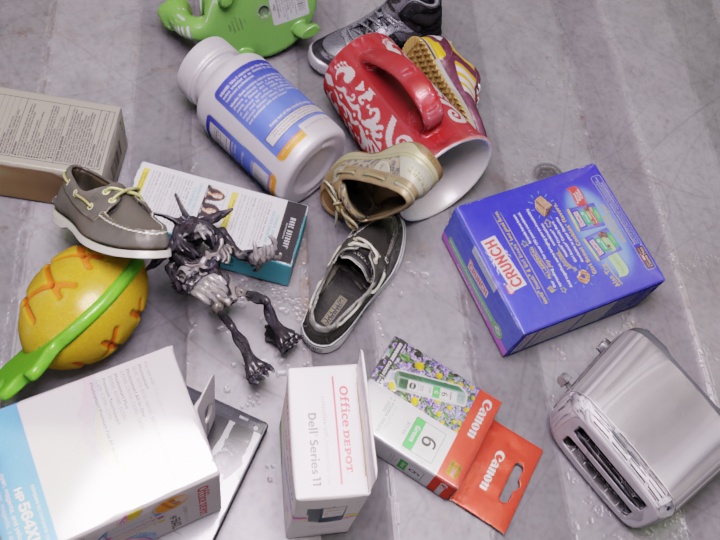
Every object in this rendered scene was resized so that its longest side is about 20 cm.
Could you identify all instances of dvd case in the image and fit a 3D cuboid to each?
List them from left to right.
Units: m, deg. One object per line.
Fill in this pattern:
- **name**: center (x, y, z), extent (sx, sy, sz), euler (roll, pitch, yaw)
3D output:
- **dvd case**: center (-0.197, 0.209, 0.781), extent (0.148, 0.025, 0.202), euler (24, 61, 3)

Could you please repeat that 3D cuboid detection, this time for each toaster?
- **toaster**: center (0.293, 0.171, 0.838), extent (0.128, 0.114, 0.201), euler (-33, 74, -20)

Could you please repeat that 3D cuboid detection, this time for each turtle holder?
- **turtle holder**: center (-0.150, -0.343, 1.038), extent (0.185, 0.140, 0.133), euler (-40, 51, 15)

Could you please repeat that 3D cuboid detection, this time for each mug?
- **mug**: center (0.056, -0.193, 0.962), extent (0.132, 0.179, 0.201), euler (-17, 61, -33)

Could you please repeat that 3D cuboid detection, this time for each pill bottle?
- **pill bottle**: center (-0.122, -0.183, 0.954), extent (0.200, 0.113, 0.112), euler (44, 64, 14)

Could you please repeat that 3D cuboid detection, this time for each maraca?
- **maraca**: center (-0.286, 0.049, 0.795), extent (0.107, 0.136, 0.201), euler (48, 57, -19)

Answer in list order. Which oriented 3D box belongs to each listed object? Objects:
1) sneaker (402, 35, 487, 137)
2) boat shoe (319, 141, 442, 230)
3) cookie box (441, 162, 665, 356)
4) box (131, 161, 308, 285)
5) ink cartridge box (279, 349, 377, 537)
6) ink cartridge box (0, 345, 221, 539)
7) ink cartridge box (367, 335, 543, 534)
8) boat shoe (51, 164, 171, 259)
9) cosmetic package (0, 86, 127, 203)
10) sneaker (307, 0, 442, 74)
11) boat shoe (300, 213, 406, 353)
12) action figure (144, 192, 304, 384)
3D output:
- **sneaker**: center (0.130, -0.217, 1.039), extent (0.089, 0.075, 0.203), euler (-14, 75, -36)
- **boat shoe**: center (0.006, -0.088, 0.884), extent (0.073, 0.199, 0.063), euler (47, 62, -17)
- **cookie box**: center (0.221, -0.016, 0.944), extent (0.197, 0.076, 0.173), euler (-17, 66, -18)
- **box**: center (-0.164, -0.053, 0.912), extent (0.196, 0.049, 0.083), euler (15, 60, -1)
- **ink cartridge box**: center (-0.035, 0.161, 0.733), extent (0.066, 0.201, 0.119), euler (-1, 61, -10)
- **ink cartridge box**: center (-0.212, 0.169, 0.712), extent (0.197, 0.129, 0.127), euler (-20, 67, -19)
- **ink cartridge box**: center (0.090, 0.169, 0.837), extent (0.198, 0.051, 0.110), euler (31, 61, 8)
- **boat shoe**: center (-0.246, -0.058, 0.793), extent (0.071, 0.061, 0.200), euler (2, 14, -43)
- **cosmetic package**: center (-0.374, -0.140, 0.910), extent (0.196, 0.071, 0.107), euler (10, 61, -5)
- **sneaker**: center (0.025, -0.325, 1.054), extent (0.197, 0.114, 0.076), euler (-18, 65, -18)
- **boat shoe**: center (0.000, 0.000, 0.904), extent (0.070, 0.064, 0.202), euler (27, 60, 6)
- **action figure**: center (-0.133, 0.007, 0.821), extent (0.119, 0.101, 0.202), euler (-41, 104, -34)
